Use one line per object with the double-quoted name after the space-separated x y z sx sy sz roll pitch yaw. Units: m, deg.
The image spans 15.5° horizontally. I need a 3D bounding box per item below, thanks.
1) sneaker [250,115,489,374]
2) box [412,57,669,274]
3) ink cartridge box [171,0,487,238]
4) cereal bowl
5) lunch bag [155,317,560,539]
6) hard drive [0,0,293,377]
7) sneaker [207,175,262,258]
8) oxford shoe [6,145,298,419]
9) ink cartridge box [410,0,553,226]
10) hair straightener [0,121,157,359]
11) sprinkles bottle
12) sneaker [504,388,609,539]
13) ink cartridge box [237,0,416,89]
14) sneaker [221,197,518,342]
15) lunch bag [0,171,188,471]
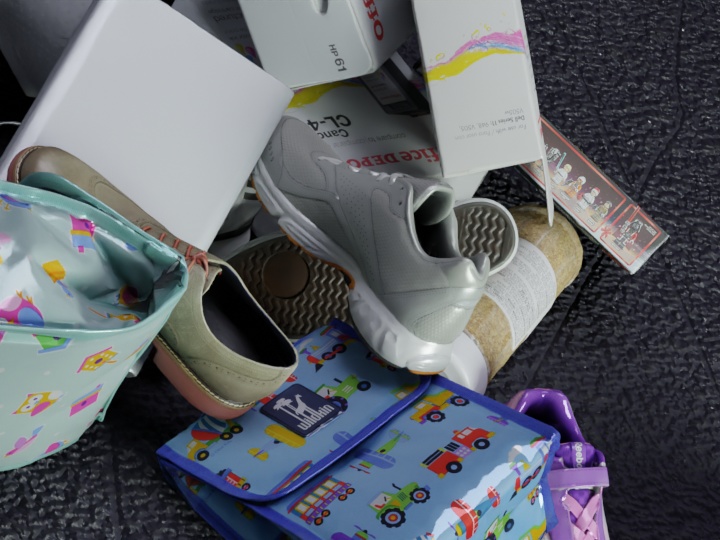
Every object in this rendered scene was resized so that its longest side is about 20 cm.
0.013 -0.035 1.570 0.076 0.092 0.200 2 41 -49 "sneaker"
0.120 -0.083 1.807 0.200 0.040 0.137 43 3 -3 "box"
-0.032 -0.101 1.778 0.148 0.086 0.200 -11 52 -41 "ink cartridge box"
-0.199 -0.170 1.690 0.083 0.200 0.200 -29 58 -4 "cereal bowl"
-0.008 0.116 1.537 0.200 0.094 0.151 32 55 29 "lunch bag"
-0.141 -0.056 1.554 0.132 0.026 0.200 33 73 -17 "hard drive"
-0.134 -0.055 1.634 0.200 0.115 0.076 -12 54 -41 "sneaker"
-0.113 -0.005 1.497 0.200 0.075 0.070 43 49 -14 "oxford shoe"
0.075 -0.126 1.673 0.067 0.200 0.117 -10 6 5 "ink cartridge box"
-0.170 -0.027 1.575 0.200 0.041 0.077 36 72 -16 "hair straightener"
0.080 0.027 1.720 0.068 0.068 0.200 35 38 6 "sprinkles bottle"
0.120 0.151 1.594 0.080 0.088 0.200 5 45 -30 "sneaker"
-0.010 -0.224 1.737 0.200 0.085 0.145 -50 125 -54 "ink cartridge box"
0.000 0.000 1.678 0.200 0.073 0.085 -11 4 -2 "sneaker"
-0.210 0.034 1.441 0.200 0.170 0.122 4 52 -31 "lunch bag"
